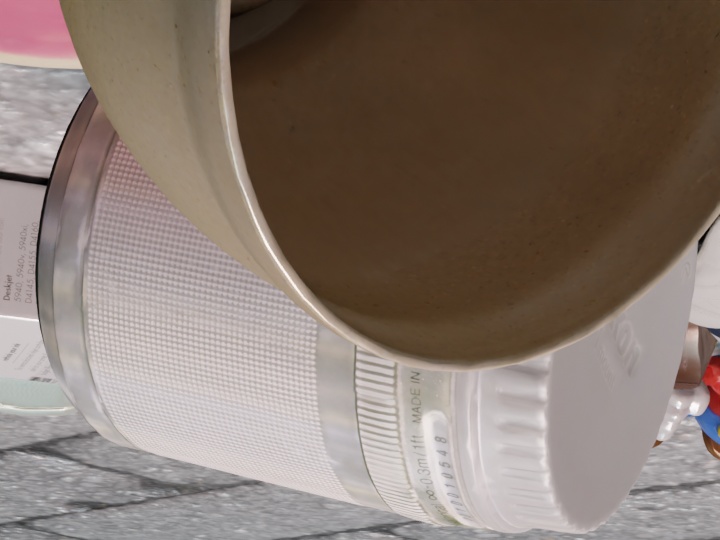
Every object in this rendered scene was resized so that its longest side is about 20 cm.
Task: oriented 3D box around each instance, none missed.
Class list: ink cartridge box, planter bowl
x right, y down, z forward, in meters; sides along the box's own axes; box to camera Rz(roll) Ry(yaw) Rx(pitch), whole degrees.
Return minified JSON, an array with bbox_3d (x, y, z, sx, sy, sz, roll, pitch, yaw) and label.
[{"bbox_3d":[-0.142,0.008,1.101,0.200,0.067,0.116,8,163,-17],"label":"ink cartridge box"},{"bbox_3d":[0.002,-0.091,0.575,0.135,0.200,0.200,24,-179,42],"label":"planter bowl"}]

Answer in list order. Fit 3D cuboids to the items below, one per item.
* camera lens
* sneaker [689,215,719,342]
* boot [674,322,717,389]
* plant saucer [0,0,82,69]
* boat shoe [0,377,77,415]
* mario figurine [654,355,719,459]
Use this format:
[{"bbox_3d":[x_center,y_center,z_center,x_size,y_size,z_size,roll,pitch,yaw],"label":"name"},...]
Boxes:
[{"bbox_3d":[0.000,0.000,0.828,0.200,0.160,0.160,12,168,24],"label":"camera lens"},{"bbox_3d":[0.172,-0.019,0.847,0.080,0.076,0.200,34,148,-27],"label":"sneaker"},{"bbox_3d":[0.071,0.042,1.076,0.200,0.064,0.186,-3,165,7],"label":"boot"},{"bbox_3d":[-0.099,-0.111,0.726,0.200,0.051,0.201,3,164,1],"label":"plant saucer"},{"bbox_3d":[-0.106,0.039,1.220,0.200,0.060,0.076,10,135,-15],"label":"boat shoe"},{"bbox_3d":[0.196,0.080,1.197,0.123,0.106,0.200,-28,179,-16],"label":"mario figurine"}]
